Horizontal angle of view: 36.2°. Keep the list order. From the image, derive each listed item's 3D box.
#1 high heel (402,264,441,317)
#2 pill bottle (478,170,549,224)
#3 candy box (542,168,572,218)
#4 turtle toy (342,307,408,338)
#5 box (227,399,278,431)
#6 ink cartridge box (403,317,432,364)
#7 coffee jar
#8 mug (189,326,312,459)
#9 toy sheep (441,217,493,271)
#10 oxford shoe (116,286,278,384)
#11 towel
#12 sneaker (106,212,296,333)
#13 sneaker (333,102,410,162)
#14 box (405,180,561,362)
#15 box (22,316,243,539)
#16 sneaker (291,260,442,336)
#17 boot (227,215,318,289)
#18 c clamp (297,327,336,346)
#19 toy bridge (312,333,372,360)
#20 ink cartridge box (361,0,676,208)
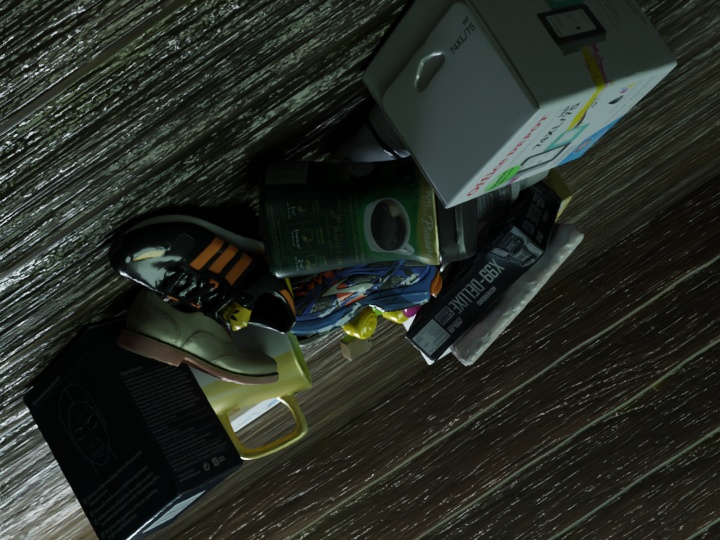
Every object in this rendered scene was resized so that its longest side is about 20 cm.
[{"bbox_3d":[0.086,-0.041,1.331,0.097,0.066,0.202,92,12,-51],"label":"high heel"},{"bbox_3d":[0.108,-0.102,1.236,0.198,0.114,0.113,-29,167,-15],"label":"pill bottle"},{"bbox_3d":[0.217,-0.102,1.506,0.056,0.118,0.200,-30,167,-9],"label":"candy box"},{"bbox_3d":[0.000,0.000,1.351,0.199,0.144,0.103,-19,123,-48],"label":"turtle toy"},{"bbox_3d":[-0.204,0.170,1.495,0.199,0.113,0.101,-35,169,10],"label":"box"},{"bbox_3d":[0.162,0.022,1.741,0.198,0.147,0.147,-30,168,-13],"label":"ink cartridge box"},{"bbox_3d":[0.009,-0.054,1.014,0.196,0.106,0.086,-4,-156,5],"label":"coffee jar"},{"bbox_3d":[-0.147,0.112,1.295,0.151,0.188,0.150,-23,149,-2],"label":"mug"},{"bbox_3d":[0.132,-0.042,1.460,0.199,0.139,0.137,-39,166,36],"label":"toy sheep"},{"bbox_3d":[-0.159,0.073,1.168,0.199,0.075,0.070,22,172,-42],"label":"oxford shoe"},{"bbox_3d":[0.175,0.021,1.324,0.201,0.032,0.191,-50,-175,1],"label":"towel"},{"bbox_3d":[-0.135,0.010,1.007,0.199,0.091,0.070,13,128,-47],"label":"sneaker"},{"bbox_3d":[0.045,-0.118,1.119,0.115,0.076,0.199,-39,161,30],"label":"sneaker"},{"bbox_3d":[0.146,-0.004,1.297,0.200,0.050,0.158,-48,-176,30],"label":"box"},{"bbox_3d":[-0.247,0.173,1.189,0.148,0.202,0.107,-40,167,33],"label":"box"},{"bbox_3d":[-0.016,0.009,1.170,0.197,0.080,0.076,-17,-159,1],"label":"sneaker"},{"bbox_3d":[-0.089,-0.022,1.158,0.198,0.070,0.174,-33,166,-2],"label":"boot"},{"bbox_3d":[-0.043,0.055,1.482,0.170,0.027,0.199,-34,-160,-22],"label":"c clamp"},{"bbox_3d":[-0.047,0.058,1.391,0.067,0.028,0.199,-27,-151,-28],"label":"toy bridge"},{"bbox_3d":[0.135,-0.173,0.950,0.198,0.147,0.147,-22,164,-39],"label":"ink cartridge box"}]
